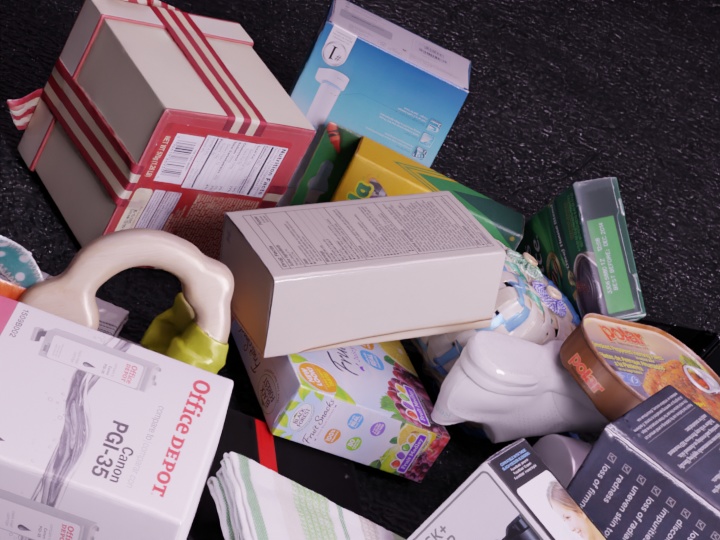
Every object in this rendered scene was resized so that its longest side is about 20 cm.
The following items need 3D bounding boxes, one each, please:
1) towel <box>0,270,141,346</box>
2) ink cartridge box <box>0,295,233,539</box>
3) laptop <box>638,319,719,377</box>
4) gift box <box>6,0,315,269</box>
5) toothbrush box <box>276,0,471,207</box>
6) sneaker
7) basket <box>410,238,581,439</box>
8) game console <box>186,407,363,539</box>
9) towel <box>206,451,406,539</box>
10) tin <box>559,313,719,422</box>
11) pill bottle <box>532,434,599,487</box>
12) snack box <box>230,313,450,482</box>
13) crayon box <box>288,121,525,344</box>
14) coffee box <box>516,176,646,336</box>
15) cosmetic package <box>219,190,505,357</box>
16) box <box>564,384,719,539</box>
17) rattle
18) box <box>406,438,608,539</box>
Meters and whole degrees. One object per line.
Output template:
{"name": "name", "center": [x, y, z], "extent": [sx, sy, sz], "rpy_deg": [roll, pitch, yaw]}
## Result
{"name": "towel", "center": [-0.257, 0.048, 1.278], "extent": [0.199, 0.035, 0.193], "rpy_deg": [29, 26, 0]}
{"name": "ink cartridge box", "center": [-0.193, 0.107, 1.131], "extent": [0.198, 0.083, 0.147], "rpy_deg": [19, 36, -2]}
{"name": "laptop", "center": [0.295, 0.126, 1.712], "extent": [0.198, 0.104, 0.177], "rpy_deg": [10, 18, 24]}
{"name": "gift box", "center": [-0.177, -0.126, 1.504], "extent": [0.199, 0.185, 0.187], "rpy_deg": [11, 32, -43]}
{"name": "toothbrush box", "center": [-0.004, -0.127, 1.656], "extent": [0.145, 0.201, 0.085], "rpy_deg": [24, 25, -6]}
{"name": "sneaker", "center": [0.137, 0.105, 1.410], "extent": [0.199, 0.089, 0.076], "rpy_deg": [16, 31, -37]}
{"name": "basket", "center": [0.124, 0.071, 1.517], "extent": [0.200, 0.138, 0.177], "rpy_deg": [54, 3, -41]}
{"name": "game console", "center": [-0.073, 0.171, 1.254], "extent": [0.176, 0.031, 0.201], "rpy_deg": [25, 26, -21]}
{"name": "towel", "center": [-0.012, 0.213, 1.174], "extent": [0.199, 0.031, 0.150], "rpy_deg": [33, 26, -35]}
{"name": "tin", "center": [0.231, 0.089, 1.421], "extent": [0.199, 0.042, 0.112], "rpy_deg": [13, 38, -51]}
{"name": "pill bottle", "center": [0.227, 0.190, 1.411], "extent": [0.198, 0.112, 0.111], "rpy_deg": [16, 28, -24]}
{"name": "snack box", "center": [-0.026, 0.073, 1.418], "extent": [0.141, 0.053, 0.200], "rpy_deg": [20, 23, -28]}
{"name": "crayon box", "center": [0.032, -0.032, 1.606], "extent": [0.198, 0.128, 0.051], "rpy_deg": [25, 26, -4]}
{"name": "coffee box", "center": [0.185, 0.003, 1.558], "extent": [0.043, 0.200, 0.124], "rpy_deg": [-9, 81, -13]}
{"name": "cosmetic package", "center": [0.000, 0.000, 1.377], "extent": [0.198, 0.074, 0.104], "rpy_deg": [-7, 34, -25]}
{"name": "box", "center": [0.223, 0.225, 1.242], "extent": [0.196, 0.201, 0.124], "rpy_deg": [38, 28, 20]}
{"name": "rattle", "center": [-0.193, 0.017, 1.280], "extent": [0.198, 0.131, 0.143], "rpy_deg": [6, 24, -8]}
{"name": "box", "center": [0.125, 0.229, 1.195], "extent": [0.200, 0.117, 0.060], "rpy_deg": [51, 32, 13]}
